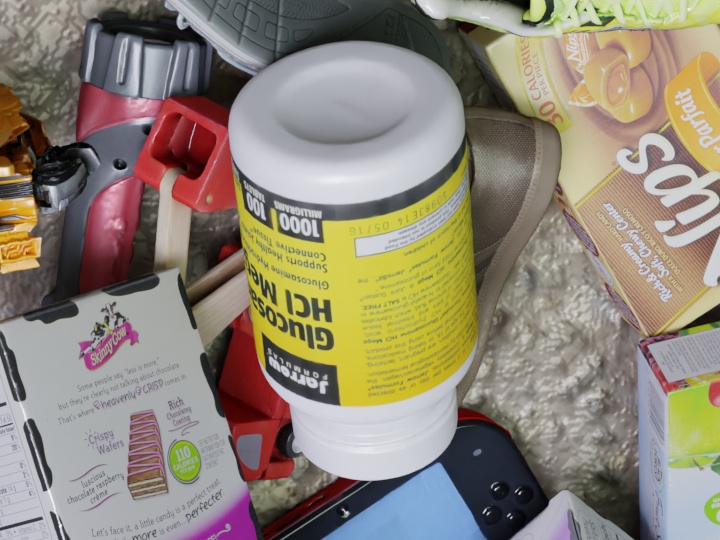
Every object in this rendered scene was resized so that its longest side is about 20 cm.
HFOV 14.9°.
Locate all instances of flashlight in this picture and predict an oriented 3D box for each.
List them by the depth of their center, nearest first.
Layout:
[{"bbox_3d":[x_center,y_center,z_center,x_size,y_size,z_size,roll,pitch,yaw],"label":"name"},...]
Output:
[{"bbox_3d":[-0.120,-0.027,1.400,0.067,0.068,0.202,3,106,-19],"label":"flashlight"}]

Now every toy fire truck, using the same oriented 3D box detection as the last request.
[{"bbox_3d":[-0.067,0.015,1.400,0.141,0.049,0.201,-1,112,-51],"label":"toy fire truck"}]

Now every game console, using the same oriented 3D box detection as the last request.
[{"bbox_3d":[0.025,0.188,1.529,0.199,0.031,0.177,-32,113,-2],"label":"game console"}]

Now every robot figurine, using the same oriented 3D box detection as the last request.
[{"bbox_3d":[-0.199,-0.041,1.301,0.144,0.200,0.059,-11,110,-11],"label":"robot figurine"}]

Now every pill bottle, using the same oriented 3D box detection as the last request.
[{"bbox_3d":[0.000,0.000,1.334,0.112,0.113,0.201,-14,128,-10],"label":"pill bottle"}]

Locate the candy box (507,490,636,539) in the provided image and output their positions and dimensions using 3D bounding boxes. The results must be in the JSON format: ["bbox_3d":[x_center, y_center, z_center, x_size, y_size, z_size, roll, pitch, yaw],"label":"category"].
[{"bbox_3d":[0.125,0.237,1.508,0.200,0.072,0.168,35,115,-28],"label":"candy box"}]

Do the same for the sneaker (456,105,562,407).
[{"bbox_3d":[0.037,-0.003,1.436,0.075,0.071,0.201,14,120,-15],"label":"sneaker"}]

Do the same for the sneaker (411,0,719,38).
[{"bbox_3d":[0.117,-0.140,1.351,0.198,0.077,0.076,2,130,12],"label":"sneaker"}]

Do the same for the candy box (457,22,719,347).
[{"bbox_3d":[0.151,-0.074,1.462,0.115,0.055,0.201,-33,113,-3],"label":"candy box"}]

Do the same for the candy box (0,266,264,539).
[{"bbox_3d":[-0.117,0.112,1.302,0.136,0.061,0.201,-18,91,-54],"label":"candy box"}]

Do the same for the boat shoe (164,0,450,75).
[{"bbox_3d":[-0.041,-0.126,1.359,0.201,0.064,0.075,23,73,-41],"label":"boat shoe"}]

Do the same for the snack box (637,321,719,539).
[{"bbox_3d":[0.227,0.115,1.519,0.141,0.053,0.201,-12,128,-10],"label":"snack box"}]
